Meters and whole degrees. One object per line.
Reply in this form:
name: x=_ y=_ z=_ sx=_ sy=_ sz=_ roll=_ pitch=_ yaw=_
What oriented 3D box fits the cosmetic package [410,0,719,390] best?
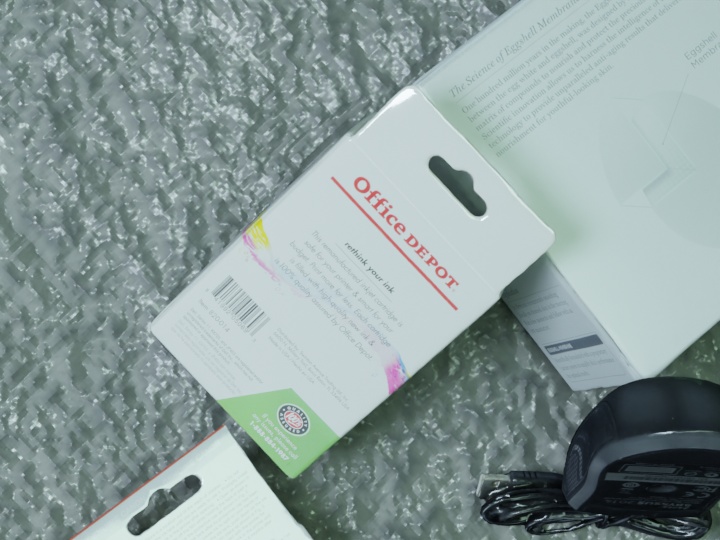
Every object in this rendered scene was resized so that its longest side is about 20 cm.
cosmetic package: x=0.150 y=-0.071 z=0.933 sx=0.199 sy=0.123 sz=0.200 roll=-38 pitch=92 yaw=-13

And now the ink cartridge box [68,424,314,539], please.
ink cartridge box: x=-0.058 y=0.195 z=0.899 sx=0.109 sy=0.050 sz=0.200 roll=-36 pitch=90 yaw=-12

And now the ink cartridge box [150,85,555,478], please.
ink cartridge box: x=0.000 y=0.000 z=0.877 sx=0.200 sy=0.067 sz=0.117 roll=-42 pitch=93 yaw=20

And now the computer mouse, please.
computer mouse: x=0.149 y=0.096 z=0.881 sx=0.138 sy=0.200 sz=0.053 roll=6 pitch=67 yaw=-8
